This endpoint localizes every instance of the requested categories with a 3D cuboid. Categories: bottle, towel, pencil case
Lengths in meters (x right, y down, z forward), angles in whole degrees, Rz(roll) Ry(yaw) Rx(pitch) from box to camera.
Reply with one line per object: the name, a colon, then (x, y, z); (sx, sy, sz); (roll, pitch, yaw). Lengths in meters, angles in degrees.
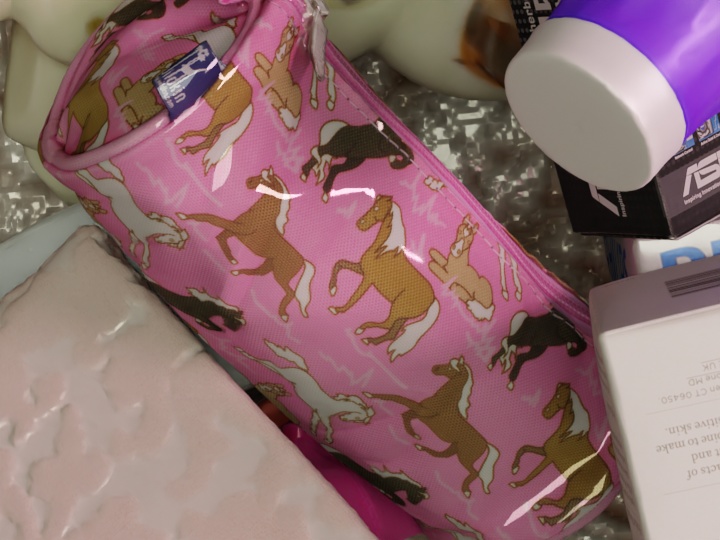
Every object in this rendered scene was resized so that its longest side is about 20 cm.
bottle: (0.114, -0.105, 0.717); (0.083, 0.065, 0.200); (30, 63, 25)
towel: (-0.094, 0.113, 0.773); (0.200, 0.032, 0.191); (-43, 62, -4)
pencil case: (0.000, 0.000, 0.779); (0.200, 0.086, 0.083); (46, 59, -27)

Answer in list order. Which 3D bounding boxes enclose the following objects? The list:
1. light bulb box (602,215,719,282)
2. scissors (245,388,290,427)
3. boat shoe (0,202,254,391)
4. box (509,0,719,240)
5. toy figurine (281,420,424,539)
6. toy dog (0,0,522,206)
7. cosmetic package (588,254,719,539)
light bulb box: (0.192, 0.057, 0.844); (0.197, 0.125, 0.201); (-14, 95, 1)
scissors: (-0.096, 0.066, 0.869); (0.199, 0.073, 0.014); (-30, 120, 2)
boat shoe: (-0.093, 0.021, 0.863); (0.199, 0.066, 0.072); (-20, 88, 7)
box: (0.126, -0.119, 0.806); (0.200, 0.044, 0.161); (-28, 109, -33)
toy figurine: (-0.028, 0.146, 0.858); (0.200, 0.150, 0.184); (40, 83, -25)
toy dog: (-0.016, -0.098, 0.827); (0.199, 0.140, 0.195); (-2, 107, 0)
cosmetic package: (0.122, 0.098, 0.732); (0.084, 0.108, 0.201); (-14, 96, 4)
